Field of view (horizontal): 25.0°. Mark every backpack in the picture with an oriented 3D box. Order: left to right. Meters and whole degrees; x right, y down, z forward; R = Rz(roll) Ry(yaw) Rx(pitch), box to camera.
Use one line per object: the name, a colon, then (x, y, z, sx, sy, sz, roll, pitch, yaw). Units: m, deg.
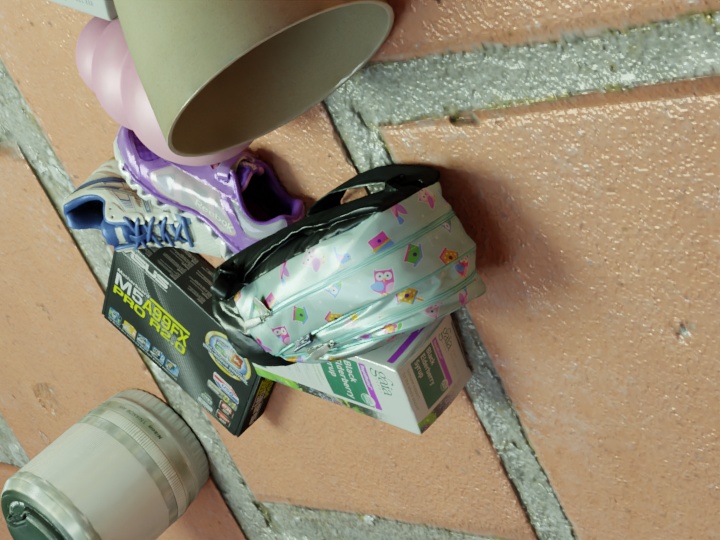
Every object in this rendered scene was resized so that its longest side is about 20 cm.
backpack: (0.000, 0.000, 1.283, 0.200, 0.167, 0.127, -24, 101, 41)

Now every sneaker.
sneaker: (-0.192, -0.041, 1.517, 0.200, 0.088, 0.075, 17, 135, 37)
sneaker: (-0.124, -0.078, 1.416, 0.200, 0.080, 0.088, 39, 140, 6)

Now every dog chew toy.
dog chew toy: (-0.162, -0.162, 1.332, 0.200, 0.125, 0.125, 28, 143, 42)

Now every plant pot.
plant pot: (-0.106, -0.217, 1.173, 0.200, 0.187, 0.187, 59, 149, 10)

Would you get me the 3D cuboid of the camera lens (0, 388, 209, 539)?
camera lens: (-0.289, 0.249, 1.828, 0.160, 0.200, 0.160, 30, 143, 26)

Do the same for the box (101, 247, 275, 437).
box: (-0.168, 0.056, 1.629, 0.200, 0.044, 0.160, 41, 147, 11)

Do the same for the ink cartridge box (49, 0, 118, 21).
ink cartridge box: (-0.258, -0.303, 1.323, 0.200, 0.084, 0.146, 23, 139, 35)

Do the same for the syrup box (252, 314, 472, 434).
syrup box: (-0.009, 0.064, 1.413, 0.200, 0.081, 0.079, 18, 143, 40)
